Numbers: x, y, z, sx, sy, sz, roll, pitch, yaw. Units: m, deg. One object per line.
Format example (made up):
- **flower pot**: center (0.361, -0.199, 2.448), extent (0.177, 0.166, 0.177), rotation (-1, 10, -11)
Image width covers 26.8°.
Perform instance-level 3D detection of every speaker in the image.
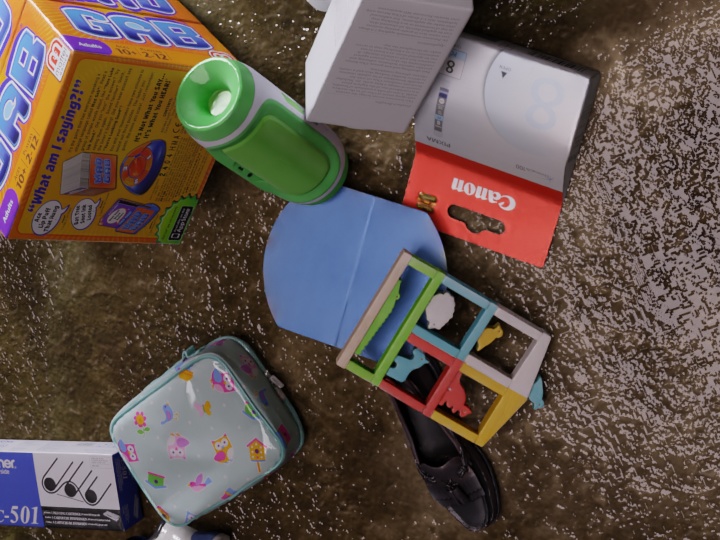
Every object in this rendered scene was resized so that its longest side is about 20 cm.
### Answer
- **speaker**: center (-0.090, -0.128, 1.434), extent (0.088, 0.200, 0.089), rotation (-10, 68, 26)

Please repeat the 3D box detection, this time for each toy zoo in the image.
- **toy zoo**: center (0.094, 0.084, 1.472), extent (0.199, 0.020, 0.132), rotation (31, 99, -8)

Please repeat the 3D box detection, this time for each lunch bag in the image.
- **lunch bag**: center (-0.165, 0.168, 1.625), extent (0.200, 0.077, 0.161), rotation (-35, 87, 28)

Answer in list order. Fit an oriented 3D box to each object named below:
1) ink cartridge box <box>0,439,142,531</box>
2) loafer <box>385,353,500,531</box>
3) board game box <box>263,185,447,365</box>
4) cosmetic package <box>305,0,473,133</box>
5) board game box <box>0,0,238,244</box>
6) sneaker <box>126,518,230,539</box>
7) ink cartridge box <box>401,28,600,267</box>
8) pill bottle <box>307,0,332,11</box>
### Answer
- **ink cartridge box**: center (-0.352, 0.248, 1.750), extent (0.199, 0.044, 0.094), rotation (-1, 102, 25)
- **loafer**: center (0.075, 0.179, 1.527), extent (0.072, 0.063, 0.201), rotation (-23, 94, 27)
- **board game box**: center (0.000, 0.000, 1.524), extent (0.199, 0.039, 0.159), rotation (18, 100, 20)
- **cosmetic package**: center (0.022, -0.210, 1.364), extent (0.101, 0.072, 0.200), rotation (6, 151, -16)
- **board game box**: center (-0.267, -0.164, 1.471), extent (0.200, 0.199, 0.201), rotation (47, 121, 37)
- **sneaker**: center (-0.228, 0.360, 1.714), extent (0.115, 0.080, 0.200), rotation (26, 107, 20)
- **ink cartridge box**: center (0.122, -0.115, 1.431), extent (0.160, 0.047, 0.201), rotation (21, 110, 18)
- **pill bottle**: center (0.035, -0.314, 1.375), extent (0.199, 0.120, 0.120), rotation (-18, 97, 27)
